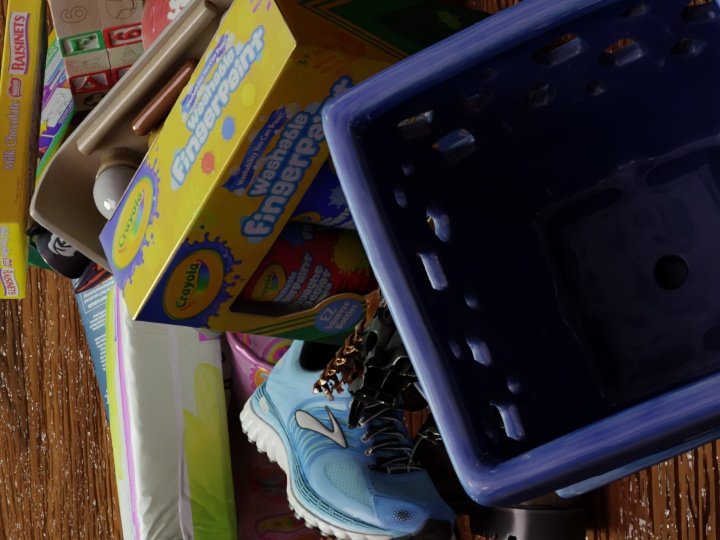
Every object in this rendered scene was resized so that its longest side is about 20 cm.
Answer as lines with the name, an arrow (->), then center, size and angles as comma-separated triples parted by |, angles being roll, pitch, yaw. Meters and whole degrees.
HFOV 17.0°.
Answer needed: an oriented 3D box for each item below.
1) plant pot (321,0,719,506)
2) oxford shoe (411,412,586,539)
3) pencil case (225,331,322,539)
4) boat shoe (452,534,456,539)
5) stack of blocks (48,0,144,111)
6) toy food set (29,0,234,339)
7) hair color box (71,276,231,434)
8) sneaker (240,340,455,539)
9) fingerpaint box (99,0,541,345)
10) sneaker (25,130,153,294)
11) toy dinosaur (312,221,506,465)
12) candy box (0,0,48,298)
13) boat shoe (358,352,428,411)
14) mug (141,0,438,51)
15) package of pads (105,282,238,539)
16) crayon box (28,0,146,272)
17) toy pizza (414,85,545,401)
plant pot -> 0.124, -0.010, 1.092 | 0.201, 0.199, 0.180 | 69, -167, 16
oxford shoe -> 0.064, 0.106, 1.414 | 0.200, 0.072, 0.085 | 3, 94, 53
pencil case -> -0.049, 0.097, 1.570 | 0.088, 0.087, 0.201 | 55, 152, 37
boat shoe -> 0.033, 0.206, 1.494 | 0.074, 0.068, 0.200 | -34, 70, 60
stack of blocks -> -0.182, -0.221, 1.579 | 0.115, 0.058, 0.201 | 90, 168, -71
toy food set -> -0.075, -0.065, 1.388 | 0.200, 0.143, 0.061 | -45, 25, 22
hair color box -> -0.136, 0.059, 1.713 | 0.060, 0.100, 0.201 | -25, 77, 42
sneaker -> -0.004, 0.093, 1.389 | 0.200, 0.078, 0.090 | 44, 116, 50
fingerpaint box -> -0.023, -0.056, 1.317 | 0.200, 0.166, 0.074 | -56, 43, 31
sneaker -> -0.148, -0.040, 1.500 | 0.078, 0.112, 0.200 | 51, 166, 13
toy dinosaur -> 0.047, 0.027, 1.304 | 0.200, 0.102, 0.136 | 118, 164, -51
candy box -> -0.225, -0.093, 1.592 | 0.102, 0.026, 0.201 | 96, 175, -61
boat shoe -> 0.000, 0.000, 1.481 | 0.201, 0.075, 0.072 | 65, 151, 28
mug -> -0.013, -0.173, 1.429 | 0.200, 0.177, 0.134 | -46, 23, 52
package of pads -> -0.125, 0.099, 1.561 | 0.154, 0.068, 0.201 | 150, 116, -79
crayon box -> -0.201, -0.101, 1.719 | 0.201, 0.058, 0.172 | -60, 27, -10
toy pizza -> 0.079, -0.009, 1.346 | 0.200, 0.032, 0.202 | -6, 82, 54
